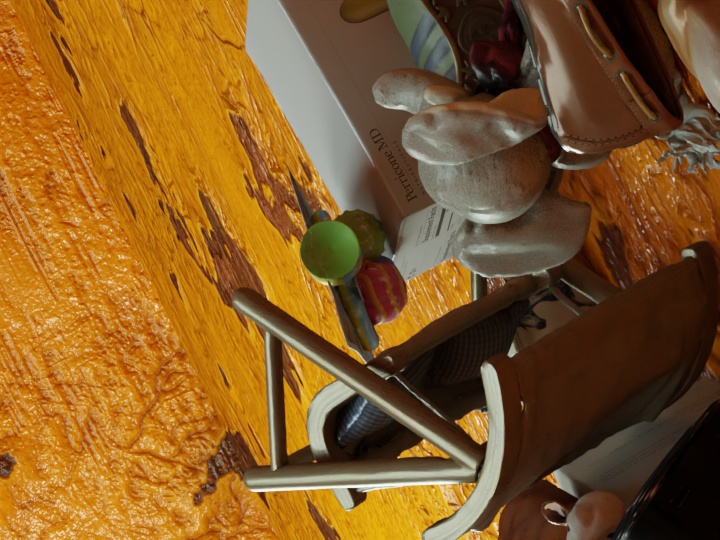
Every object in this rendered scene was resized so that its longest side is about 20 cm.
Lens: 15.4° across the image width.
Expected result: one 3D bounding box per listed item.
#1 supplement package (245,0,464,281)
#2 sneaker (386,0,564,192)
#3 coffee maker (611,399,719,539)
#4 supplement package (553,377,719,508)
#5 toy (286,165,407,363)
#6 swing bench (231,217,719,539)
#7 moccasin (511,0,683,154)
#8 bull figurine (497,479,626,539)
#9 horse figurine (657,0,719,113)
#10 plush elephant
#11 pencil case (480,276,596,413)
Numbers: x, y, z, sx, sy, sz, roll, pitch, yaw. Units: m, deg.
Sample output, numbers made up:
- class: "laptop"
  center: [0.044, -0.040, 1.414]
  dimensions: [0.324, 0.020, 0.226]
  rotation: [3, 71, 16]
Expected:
- class: "supplement package"
  center: [0.019, -0.115, 1.736]
  dimensions: [0.201, 0.110, 0.156]
  rotation: [59, 168, 13]
- class: "sneaker"
  center: [0.065, -0.136, 1.626]
  dimensions: [0.090, 0.067, 0.201]
  rotation: [-134, 19, -76]
- class: "coffee maker"
  center: [0.226, 0.154, 1.285]
  dimensions: [0.199, 0.135, 0.193]
  rotation: [32, 117, 13]
- class: "supplement package"
  center: [0.209, 0.150, 1.498]
  dimensions: [0.118, 0.116, 0.200]
  rotation: [66, 169, -13]
- class: "toy"
  center: [0.000, 0.000, 1.663]
  dimensions: [0.200, 0.047, 0.116]
  rotation: [40, -151, -79]
- class: "swing bench"
  center: [0.067, 0.056, 1.490]
  dimensions: [0.199, 0.198, 0.131]
  rotation: [15, 118, 39]
- class: "moccasin"
  center: [0.103, -0.154, 1.276]
  dimensions: [0.074, 0.077, 0.202]
  rotation: [-39, -67, -60]
- class: "bull figurine"
  center: [0.115, 0.172, 1.464]
  dimensions: [0.200, 0.065, 0.122]
  rotation: [-153, 71, -83]
- class: "horse figurine"
  center: [0.180, -0.105, 1.224]
  dimensions: [0.200, 0.050, 0.133]
  rotation: [53, 161, 44]
- class: "plush elephant"
  center: [0.082, -0.088, 1.415]
  dimensions: [0.200, 0.154, 0.165]
  rotation: [54, 165, 38]
- class: "pencil case"
  center: [0.109, 0.046, 1.761]
  dimensions: [0.078, 0.089, 0.200]
  rotation: [62, 167, 3]
